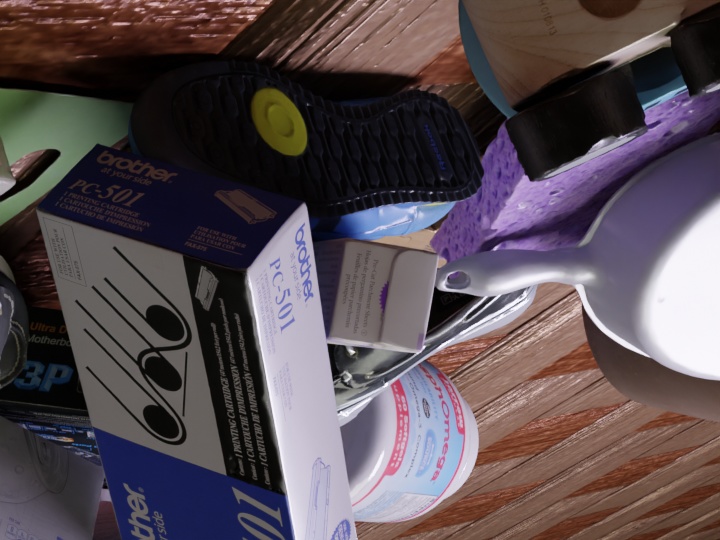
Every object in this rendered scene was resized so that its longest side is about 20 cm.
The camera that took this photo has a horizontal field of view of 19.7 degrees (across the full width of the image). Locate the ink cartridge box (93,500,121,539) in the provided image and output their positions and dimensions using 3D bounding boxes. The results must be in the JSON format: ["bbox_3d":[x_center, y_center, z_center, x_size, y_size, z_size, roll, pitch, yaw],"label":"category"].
[{"bbox_3d":[-0.120,0.161,1.015,0.135,0.077,0.200,-9,-172,13],"label":"ink cartridge box"}]

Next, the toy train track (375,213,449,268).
[{"bbox_3d":[0.000,0.000,1.057,0.200,0.033,0.114,-38,149,26],"label":"toy train track"}]

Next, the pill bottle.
[{"bbox_3d":[0.003,0.100,1.277,0.108,0.110,0.200,-25,164,18],"label":"pill bottle"}]

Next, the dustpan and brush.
[{"bbox_3d":[0.132,-0.002,0.986,0.198,0.057,0.141,-12,125,-25],"label":"dustpan and brush"}]

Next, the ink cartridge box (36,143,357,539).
[{"bbox_3d":[-0.058,0.052,0.800,0.044,0.093,0.201,-51,147,-39],"label":"ink cartridge box"}]

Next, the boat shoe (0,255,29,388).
[{"bbox_3d":[-0.156,0.024,0.730,0.071,0.068,0.200,-23,166,-3],"label":"boat shoe"}]

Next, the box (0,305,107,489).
[{"bbox_3d":[-0.134,0.060,0.941,0.198,0.046,0.159,6,162,-1],"label":"box"}]

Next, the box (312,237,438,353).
[{"bbox_3d":[-0.013,0.011,0.871,0.038,0.042,0.200,10,176,-12],"label":"box"}]

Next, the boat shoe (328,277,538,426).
[{"bbox_3d":[0.004,0.026,1.131,0.199,0.072,0.071,-30,156,-5],"label":"boat shoe"}]

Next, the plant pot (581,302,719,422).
[{"bbox_3d":[0.221,0.012,1.169,0.199,0.203,0.174,-5,178,-43],"label":"plant pot"}]

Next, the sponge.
[{"bbox_3d":[0.114,-0.067,0.953,0.111,0.030,0.200,-14,153,-28],"label":"sponge"}]

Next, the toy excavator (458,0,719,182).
[{"bbox_3d":[0.136,-0.118,0.783,0.193,0.101,0.200,-26,178,15],"label":"toy excavator"}]

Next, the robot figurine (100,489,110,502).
[{"bbox_3d":[-0.147,0.135,1.195,0.168,0.114,0.200,6,169,12],"label":"robot figurine"}]

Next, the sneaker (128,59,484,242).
[{"bbox_3d":[-0.033,-0.038,0.851,0.078,0.067,0.199,-26,164,34],"label":"sneaker"}]

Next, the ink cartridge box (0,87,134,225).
[{"bbox_3d":[-0.178,-0.019,0.766,0.145,0.048,0.199,-31,159,31],"label":"ink cartridge box"}]

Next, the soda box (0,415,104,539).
[{"bbox_3d":[-0.205,0.078,0.843,0.199,0.064,0.068,31,135,-27],"label":"soda box"}]
